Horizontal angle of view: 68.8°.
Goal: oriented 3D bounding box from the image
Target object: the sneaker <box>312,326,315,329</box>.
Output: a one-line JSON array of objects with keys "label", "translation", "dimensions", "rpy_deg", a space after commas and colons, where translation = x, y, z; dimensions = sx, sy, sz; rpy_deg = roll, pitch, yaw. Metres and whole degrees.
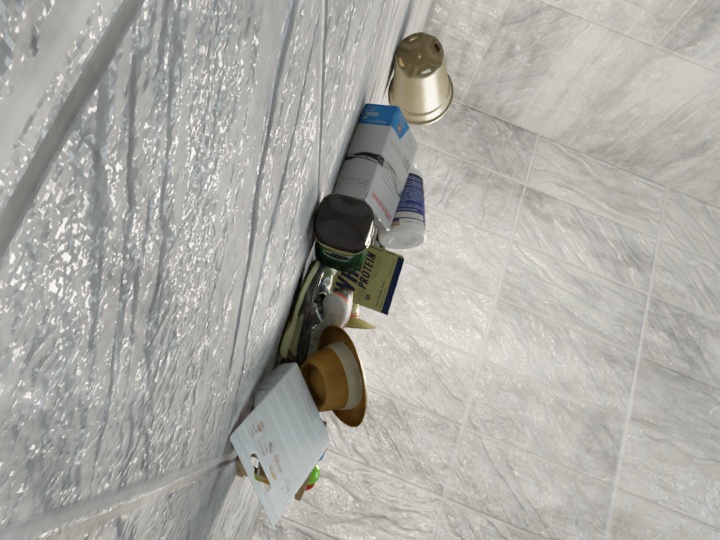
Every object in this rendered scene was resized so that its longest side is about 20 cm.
[{"label": "sneaker", "translation": [-0.107, 0.145, 1.207], "dimensions": [0.202, 0.070, 0.081], "rpy_deg": [-61, -178, -40]}]

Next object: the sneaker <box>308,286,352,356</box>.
[{"label": "sneaker", "translation": [-0.057, 0.118, 1.079], "dimensions": [0.082, 0.076, 0.203], "rpy_deg": [-45, 166, -55]}]

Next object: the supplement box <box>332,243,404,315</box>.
[{"label": "supplement box", "translation": [0.000, 0.000, 1.301], "dimensions": [0.200, 0.193, 0.139], "rpy_deg": [-44, 153, -84]}]

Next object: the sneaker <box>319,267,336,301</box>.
[{"label": "sneaker", "translation": [-0.096, 0.062, 1.119], "dimensions": [0.203, 0.065, 0.091], "rpy_deg": [104, 9, -53]}]

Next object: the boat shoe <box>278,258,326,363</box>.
[{"label": "boat shoe", "translation": [-0.097, 0.080, 0.995], "dimensions": [0.072, 0.064, 0.207], "rpy_deg": [-82, -167, -75]}]

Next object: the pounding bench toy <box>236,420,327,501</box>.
[{"label": "pounding bench toy", "translation": [-0.137, 0.327, 0.983], "dimensions": [0.202, 0.151, 0.127], "rpy_deg": [109, 1, -55]}]

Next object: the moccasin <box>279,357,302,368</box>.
[{"label": "moccasin", "translation": [-0.152, 0.241, 1.109], "dimensions": [0.078, 0.072, 0.203], "rpy_deg": [-52, 172, -37]}]

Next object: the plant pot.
[{"label": "plant pot", "translation": [0.164, -0.539, 1.448], "dimensions": [0.184, 0.194, 0.207], "rpy_deg": [61, 48, -75]}]

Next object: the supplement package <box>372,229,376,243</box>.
[{"label": "supplement package", "translation": [-0.034, -0.034, 1.484], "dimensions": [0.110, 0.110, 0.207], "rpy_deg": [113, -5, -87]}]

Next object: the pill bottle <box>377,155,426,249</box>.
[{"label": "pill bottle", "translation": [0.090, -0.161, 1.176], "dimensions": [0.111, 0.106, 0.208], "rpy_deg": [110, -20, -71]}]

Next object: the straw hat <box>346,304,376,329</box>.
[{"label": "straw hat", "translation": [-0.048, 0.099, 1.390], "dimensions": [0.201, 0.193, 0.089], "rpy_deg": [105, -9, -88]}]

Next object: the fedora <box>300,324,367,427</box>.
[{"label": "fedora", "translation": [-0.060, 0.201, 0.969], "dimensions": [0.199, 0.079, 0.209], "rpy_deg": [26, -60, 57]}]

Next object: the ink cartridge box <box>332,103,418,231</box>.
[{"label": "ink cartridge box", "translation": [0.034, -0.206, 1.068], "dimensions": [0.144, 0.082, 0.206], "rpy_deg": [41, 66, -60]}]

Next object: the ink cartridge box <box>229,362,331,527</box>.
[{"label": "ink cartridge box", "translation": [-0.135, 0.273, 0.855], "dimensions": [0.200, 0.056, 0.167], "rpy_deg": [-41, 112, -53]}]

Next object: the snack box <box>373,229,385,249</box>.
[{"label": "snack box", "translation": [0.060, -0.094, 1.482], "dimensions": [0.116, 0.036, 0.207], "rpy_deg": [-78, -178, -79]}]

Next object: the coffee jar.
[{"label": "coffee jar", "translation": [-0.031, -0.061, 0.916], "dimensions": [0.200, 0.101, 0.088], "rpy_deg": [112, -6, -78]}]
